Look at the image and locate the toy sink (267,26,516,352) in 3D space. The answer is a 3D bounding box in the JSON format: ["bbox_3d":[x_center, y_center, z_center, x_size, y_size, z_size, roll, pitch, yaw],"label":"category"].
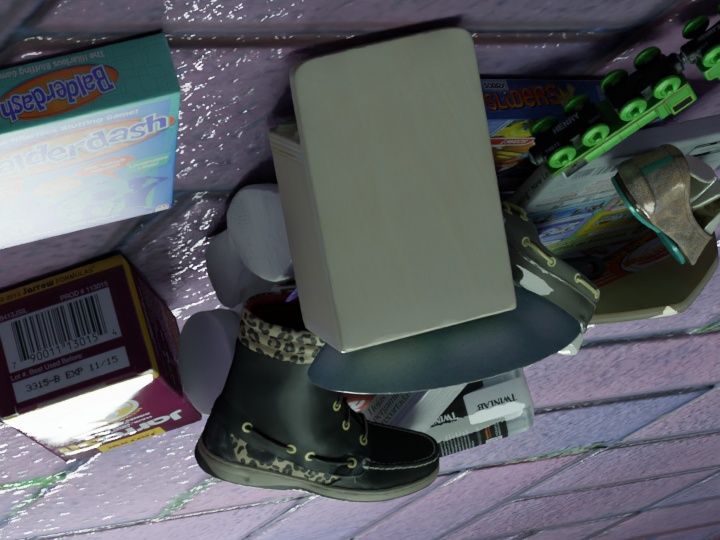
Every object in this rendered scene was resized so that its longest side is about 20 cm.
[{"bbox_3d":[0.015,-0.062,1.517,0.130,0.201,0.112,-14,-167,-14],"label":"toy sink"}]

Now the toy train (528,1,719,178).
[{"bbox_3d":[0.210,-0.130,1.586,0.200,0.042,0.056,-34,150,8],"label":"toy train"}]

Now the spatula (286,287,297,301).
[{"bbox_3d":[0.000,0.000,1.682,0.057,0.021,0.200,-46,160,20],"label":"spatula"}]

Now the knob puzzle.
[{"bbox_3d":[0.214,0.004,1.850,0.218,0.031,0.220,-10,-153,5],"label":"knob puzzle"}]

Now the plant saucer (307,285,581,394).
[{"bbox_3d":[0.057,0.040,1.581,0.200,0.039,0.201,-10,-168,2],"label":"plant saucer"}]

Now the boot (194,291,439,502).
[{"bbox_3d":[-0.020,0.097,1.714,0.199,0.073,0.151,7,118,-13],"label":"boot"}]

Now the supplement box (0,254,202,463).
[{"bbox_3d":[-0.218,0.076,1.782,0.130,0.104,0.200,-19,164,3],"label":"supplement box"}]

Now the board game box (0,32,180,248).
[{"bbox_3d":[-0.195,-0.076,1.413,0.151,0.045,0.200,-14,163,-10],"label":"board game box"}]

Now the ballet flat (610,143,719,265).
[{"bbox_3d":[0.250,-0.052,1.709,0.067,0.068,0.200,-35,162,9],"label":"ballet flat"}]

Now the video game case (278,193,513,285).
[{"bbox_3d":[0.056,-0.026,1.814,0.200,0.024,0.182,-21,168,41],"label":"video game case"}]

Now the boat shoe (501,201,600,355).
[{"bbox_3d":[0.107,-0.014,1.672,0.202,0.060,0.072,42,160,-29],"label":"boat shoe"}]

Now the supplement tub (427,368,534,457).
[{"bbox_3d":[0.065,0.129,2.210,0.199,0.123,0.123,-18,164,-3],"label":"supplement tub"}]

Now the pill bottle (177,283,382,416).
[{"bbox_3d":[-0.044,0.066,1.812,0.199,0.113,0.112,-6,160,-35],"label":"pill bottle"}]

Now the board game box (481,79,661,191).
[{"bbox_3d":[0.113,-0.100,1.666,0.199,0.035,0.135,-3,159,-40],"label":"board game box"}]

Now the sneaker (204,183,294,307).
[{"bbox_3d":[-0.054,-0.029,1.687,0.088,0.076,0.200,-17,174,-22],"label":"sneaker"}]

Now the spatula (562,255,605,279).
[{"bbox_3d":[0.105,0.010,1.808,0.199,0.057,0.021,-7,175,-6],"label":"spatula"}]

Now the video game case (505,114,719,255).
[{"bbox_3d":[0.193,-0.062,1.747,0.199,0.022,0.182,-13,158,-33],"label":"video game case"}]

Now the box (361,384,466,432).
[{"bbox_3d":[0.068,0.074,1.780,0.041,0.039,0.200,12,125,-46],"label":"box"}]
